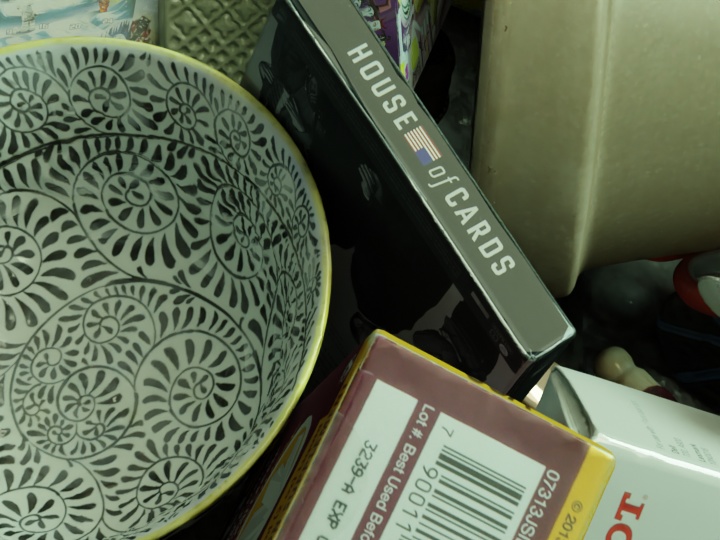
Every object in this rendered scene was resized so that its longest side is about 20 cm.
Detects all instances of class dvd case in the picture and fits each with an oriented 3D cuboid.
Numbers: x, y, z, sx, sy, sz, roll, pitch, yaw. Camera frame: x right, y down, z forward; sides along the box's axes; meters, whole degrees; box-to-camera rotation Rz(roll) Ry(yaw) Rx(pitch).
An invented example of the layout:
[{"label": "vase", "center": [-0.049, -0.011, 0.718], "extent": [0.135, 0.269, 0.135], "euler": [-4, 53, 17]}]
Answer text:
[{"label": "dvd case", "center": [0.000, 0.000, 1.009], "extent": [0.025, 0.200, 0.150], "euler": [-29, 78, -21]}]

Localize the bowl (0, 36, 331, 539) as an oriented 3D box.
[{"label": "bowl", "center": [-0.099, 0.028, 1.002], "extent": [0.200, 0.094, 0.201], "euler": [-5, 63, 10]}]

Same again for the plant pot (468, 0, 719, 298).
[{"label": "plant pot", "center": [0.130, -0.086, 1.069], "extent": [0.174, 0.200, 0.201], "euler": [3, 50, 2]}]

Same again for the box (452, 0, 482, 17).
[{"label": "box", "center": [0.137, -0.194, 1.236], "extent": [0.200, 0.122, 0.193], "euler": [23, 64, 7]}]

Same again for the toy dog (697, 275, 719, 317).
[{"label": "toy dog", "center": [0.188, 0.015, 1.048], "extent": [0.132, 0.200, 0.097], "euler": [-9, 71, -11]}]

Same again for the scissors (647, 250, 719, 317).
[{"label": "scissors", "center": [0.206, -0.012, 1.172], "extent": [0.200, 0.014, 0.073], "euler": [-6, 35, -18]}]

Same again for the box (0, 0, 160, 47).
[{"label": "box", "center": [-0.088, -0.111, 1.115], "extent": [0.199, 0.040, 0.137], "euler": [6, 79, -7]}]

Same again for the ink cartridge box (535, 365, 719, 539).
[{"label": "ink cartridge box", "center": [0.137, 0.135, 1.006], "extent": [0.200, 0.146, 0.084], "euler": [19, 14, -11]}]

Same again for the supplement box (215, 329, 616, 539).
[{"label": "supplement box", "center": [0.000, 0.101, 0.923], "extent": [0.086, 0.200, 0.111], "euler": [28, 75, -4]}]

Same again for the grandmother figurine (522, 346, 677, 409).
[{"label": "grandmother figurine", "center": [0.089, 0.072, 1.104], "extent": [0.200, 0.061, 0.121], "euler": [32, 56, 5]}]

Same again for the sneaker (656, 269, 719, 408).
[{"label": "sneaker", "center": [0.222, 0.047, 1.171], "extent": [0.200, 0.076, 0.077], "euler": [35, 51, 3]}]

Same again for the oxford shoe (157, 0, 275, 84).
[{"label": "oxford shoe", "center": [-0.034, -0.147, 1.084], "extent": [0.075, 0.058, 0.201], "euler": [7, 92, -6]}]

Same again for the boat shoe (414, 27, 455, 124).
[{"label": "boat shoe", "center": [-0.039, -0.130, 1.189], "extent": [0.202, 0.075, 0.075], "euler": [39, 48, 8]}]

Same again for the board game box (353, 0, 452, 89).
[{"label": "board game box", "center": [0.017, -0.148, 1.055], "extent": [0.032, 0.120, 0.200], "euler": [-3, 24, 12]}]
